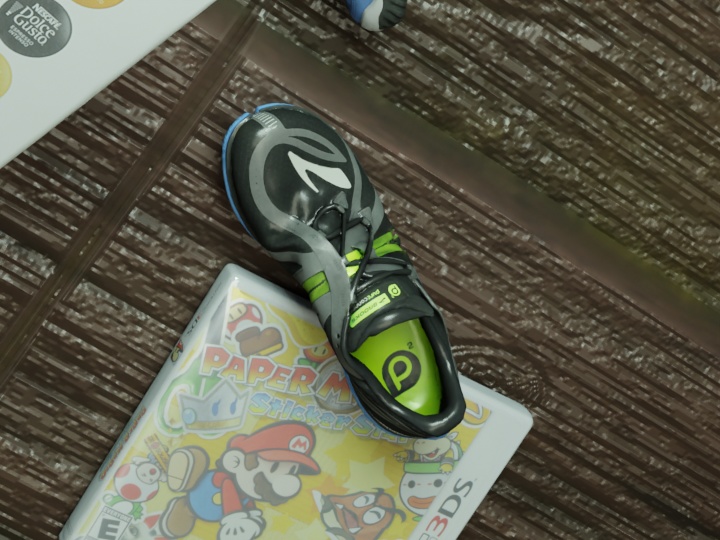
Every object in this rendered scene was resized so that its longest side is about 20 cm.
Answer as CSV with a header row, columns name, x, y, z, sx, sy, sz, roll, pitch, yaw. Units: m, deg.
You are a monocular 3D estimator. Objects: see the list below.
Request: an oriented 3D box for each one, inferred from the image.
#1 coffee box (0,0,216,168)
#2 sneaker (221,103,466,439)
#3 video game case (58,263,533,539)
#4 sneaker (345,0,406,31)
name,x,y,z,sx,sy,sz,roll,pitch,yaw
coffee box,-0.182,-0.180,0.965,0.198,0.200,0.200,-34,121,25
sneaker,0.000,0.001,1.181,0.071,0.083,0.200,-33,106,-14
video game case,-0.033,0.113,1.266,0.200,0.023,0.182,27,104,-24
sneaker,-0.025,-0.202,1.106,0.077,0.076,0.200,-14,121,11
